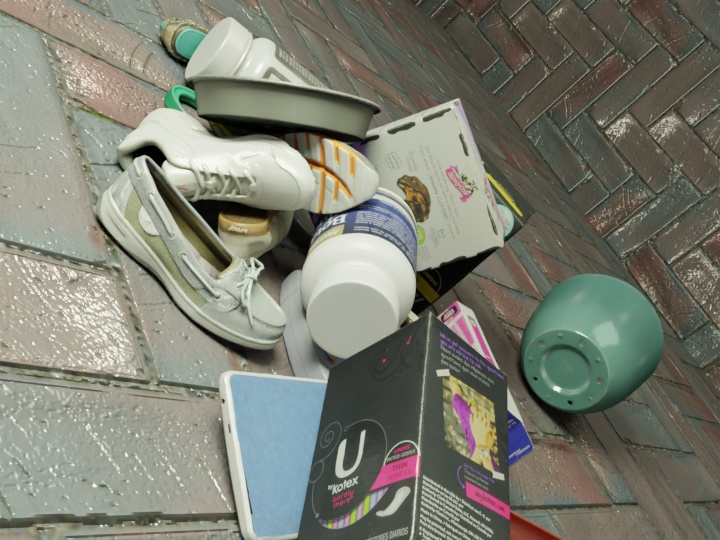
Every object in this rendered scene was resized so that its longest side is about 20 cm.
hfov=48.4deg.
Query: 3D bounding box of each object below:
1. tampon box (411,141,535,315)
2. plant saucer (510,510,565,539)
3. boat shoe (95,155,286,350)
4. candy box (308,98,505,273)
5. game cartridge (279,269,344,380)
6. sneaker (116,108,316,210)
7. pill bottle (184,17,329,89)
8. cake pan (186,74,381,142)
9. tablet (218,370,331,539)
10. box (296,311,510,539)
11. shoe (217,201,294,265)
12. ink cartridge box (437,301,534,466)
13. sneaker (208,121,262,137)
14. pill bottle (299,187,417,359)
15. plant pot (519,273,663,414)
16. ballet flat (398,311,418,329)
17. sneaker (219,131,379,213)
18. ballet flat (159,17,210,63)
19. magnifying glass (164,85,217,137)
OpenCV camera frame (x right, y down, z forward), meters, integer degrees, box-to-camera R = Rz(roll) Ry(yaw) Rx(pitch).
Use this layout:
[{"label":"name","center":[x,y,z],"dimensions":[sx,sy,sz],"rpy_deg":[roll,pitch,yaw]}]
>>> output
[{"label":"tampon box","center":[0.099,-0.059,1.044],"dimensions":[0.150,0.200,0.126],"rpy_deg":[49,22,4]},{"label":"plant saucer","center":[0.160,0.318,0.746],"dimensions":[0.200,0.037,0.200],"rpy_deg":[34,26,-30]},{"label":"boat shoe","center":[-0.138,-0.011,0.704],"dimensions":[0.202,0.065,0.074],"rpy_deg":[45,22,-7]},{"label":"candy box","center":[0.046,-0.082,0.922],"dimensions":[0.072,0.200,0.168],"rpy_deg":[-57,128,-67]},{"label":"game cartridge","center":[-0.017,0.089,0.804],"dimensions":[0.133,0.042,0.200],"rpy_deg":[33,26,-42]},{"label":"sneaker","center":[-0.143,-0.089,0.769],"dimensions":[0.200,0.078,0.099],"rpy_deg":[15,35,14]},{"label":"pill bottle","center":[-0.118,-0.225,1.036],"dimensions":[0.200,0.114,0.114],"rpy_deg":[35,25,-30]},{"label":"cake pan","center":[-0.079,-0.163,0.824],"dimensions":[0.200,0.037,0.200],"rpy_deg":[8,4,-1]},{"label":"tablet","center":[-0.030,0.151,0.656],"dimensions":[0.200,0.014,0.130],"rpy_deg":[15,54,-49]},{"label":"box","center":[0.037,0.154,0.618],"dimensions":[0.106,0.122,0.200],"rpy_deg":[39,38,-26]},{"label":"shoe","center":[-0.112,-0.054,0.855],"dimensions":[0.070,0.053,0.200],"rpy_deg":[7,20,5]},{"label":"ink cartridge box","center":[0.112,0.135,0.882],"dimensions":[0.037,0.095,0.200],"rpy_deg":[29,29,-39]},{"label":"sneaker","center":[-0.107,-0.174,0.961],"dimensions":[0.200,0.081,0.074],"rpy_deg":[27,28,-42]},{"label":"pill bottle","center":[0.000,0.000,0.789],"dimensions":[0.111,0.111,0.200],"rpy_deg":[42,22,-15]},{"label":"plant pot","center":[0.330,0.122,1.195],"dimensions":[0.201,0.201,0.161],"rpy_deg":[52,35,9]},{"label":"ballet flat","center":[0.057,0.101,0.876],"dimensions":[0.069,0.069,0.200],"rpy_deg":[25,31,-44]},{"label":"sneaker","center":[-0.062,-0.110,0.833],"dimensions":[0.200,0.078,0.077],"rpy_deg":[16,19,31]},{"label":"ballet flat","center":[-0.188,-0.292,1.095],"dimensions":[0.200,0.068,0.075],"rpy_deg":[21,19,-45]},{"label":"magnifying glass","center":[-0.152,-0.147,0.966],"dimensions":[0.200,0.022,0.080],"rpy_deg":[44,22,-12]}]
